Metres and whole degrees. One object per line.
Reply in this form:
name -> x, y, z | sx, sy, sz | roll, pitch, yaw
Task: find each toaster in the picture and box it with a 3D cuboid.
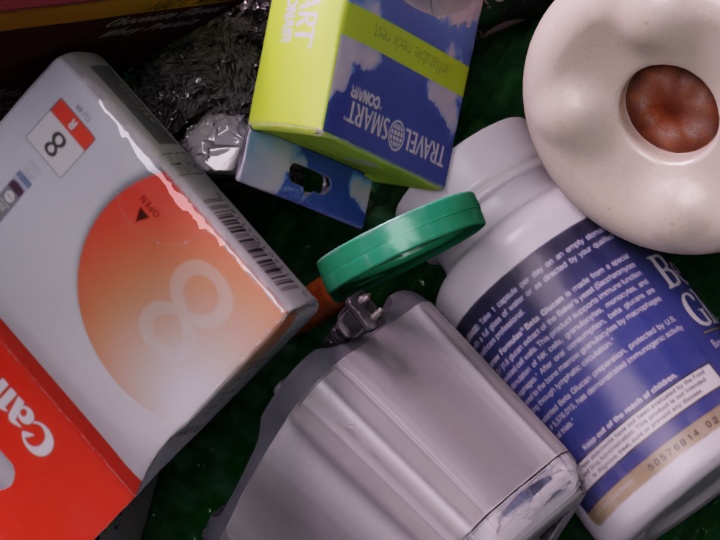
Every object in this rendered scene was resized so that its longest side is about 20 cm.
toaster -> 0.019, 0.106, 1.286 | 0.129, 0.200, 0.113 | 43, 48, 14

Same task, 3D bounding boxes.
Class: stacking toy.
stacking toy -> 0.175, -0.111, 1.316 | 0.145, 0.200, 0.147 | 12, 122, 20

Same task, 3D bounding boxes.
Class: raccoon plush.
raccoon plush -> -0.063, -0.109, 1.347 | 0.096, 0.200, 0.135 | 3, 88, -21

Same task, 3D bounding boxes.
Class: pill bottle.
pill bottle -> 0.106, 0.028, 1.331 | 0.111, 0.111, 0.200 | -37, 76, 1

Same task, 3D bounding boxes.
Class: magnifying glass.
magnifying glass -> 0.000, 0.000, 1.315 | 0.079, 0.200, 0.023 | -22, 83, -23

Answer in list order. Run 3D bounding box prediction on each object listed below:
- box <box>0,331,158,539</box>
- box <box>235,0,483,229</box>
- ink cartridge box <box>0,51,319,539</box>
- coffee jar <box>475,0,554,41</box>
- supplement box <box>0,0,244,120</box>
box -> -0.193, 0.040, 1.358 | 0.199, 0.105, 0.185 | 18, 103, 13
box -> 0.008, -0.126, 1.278 | 0.047, 0.122, 0.202 | 8, 84, 32
ink cartridge box -> -0.141, 0.025, 1.255 | 0.200, 0.050, 0.162 | -45, 79, 14
coffee jar -> 0.061, -0.166, 1.384 | 0.199, 0.085, 0.105 | -20, 93, 5
supplement box -> -0.185, -0.149, 1.252 | 0.199, 0.197, 0.134 | -24, 82, 44
